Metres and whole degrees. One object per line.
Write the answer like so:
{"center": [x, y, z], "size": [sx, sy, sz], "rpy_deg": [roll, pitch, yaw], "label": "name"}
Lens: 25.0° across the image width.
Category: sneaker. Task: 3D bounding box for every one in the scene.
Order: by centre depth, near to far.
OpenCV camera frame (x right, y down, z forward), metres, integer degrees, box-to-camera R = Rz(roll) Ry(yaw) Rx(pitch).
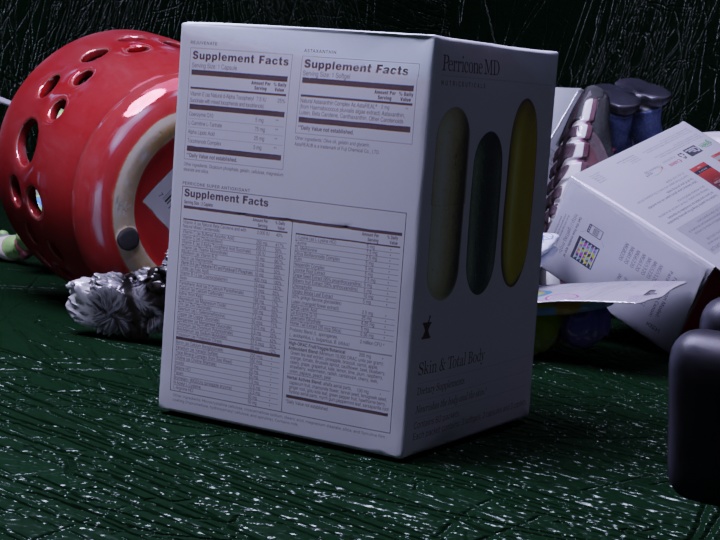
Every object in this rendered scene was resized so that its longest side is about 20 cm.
{"center": [0.220, -0.053, 1.409], "size": [0.114, 0.202, 0.076], "rpy_deg": [13, -8, -3], "label": "sneaker"}

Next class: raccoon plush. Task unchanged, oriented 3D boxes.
{"center": [-0.084, -0.018, 1.078], "size": [0.198, 0.098, 0.134], "rpy_deg": [6, 23, 18], "label": "raccoon plush"}

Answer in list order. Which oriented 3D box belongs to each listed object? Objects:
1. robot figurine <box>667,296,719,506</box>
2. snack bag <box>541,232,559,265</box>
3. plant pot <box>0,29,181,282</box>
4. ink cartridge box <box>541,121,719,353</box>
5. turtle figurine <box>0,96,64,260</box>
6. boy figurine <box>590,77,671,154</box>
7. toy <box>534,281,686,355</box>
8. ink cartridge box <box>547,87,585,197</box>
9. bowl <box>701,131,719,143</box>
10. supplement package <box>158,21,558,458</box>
{"center": [0.220, 0.063, 0.617], "size": [0.198, 0.151, 0.125], "rpy_deg": [7, -30, 27], "label": "robot figurine"}
{"center": [0.026, 0.006, 1.161], "size": [0.198, 0.022, 0.188], "rpy_deg": [-3, 14, 25], "label": "snack bag"}
{"center": [-0.145, -0.068, 1.187], "size": [0.199, 0.202, 0.182], "rpy_deg": [1, 12, -32], "label": "plant pot"}
{"center": [0.263, -0.019, 1.258], "size": [0.175, 0.084, 0.199], "rpy_deg": [36, 34, 23], "label": "ink cartridge box"}
{"center": [-0.279, -0.078, 1.440], "size": [0.198, 0.145, 0.194], "rpy_deg": [11, 4, 21], "label": "turtle figurine"}
{"center": [0.246, -0.074, 1.500], "size": [0.124, 0.202, 0.064], "rpy_deg": [-19, 33, -30], "label": "boy figurine"}
{"center": [0.120, 0.033, 1.154], "size": [0.198, 0.048, 0.115], "rpy_deg": [2, 8, 27], "label": "toy"}
{"center": [0.131, -0.083, 1.555], "size": [0.043, 0.201, 0.173], "rpy_deg": [33, -7, -25], "label": "ink cartridge box"}
{"center": [0.363, -0.047, 1.434], "size": [0.199, 0.075, 0.201], "rpy_deg": [-4, 55, -49], "label": "bowl"}
{"center": [0.001, -0.023, 0.856], "size": [0.150, 0.202, 0.151], "rpy_deg": [8, 7, 30], "label": "supplement package"}
